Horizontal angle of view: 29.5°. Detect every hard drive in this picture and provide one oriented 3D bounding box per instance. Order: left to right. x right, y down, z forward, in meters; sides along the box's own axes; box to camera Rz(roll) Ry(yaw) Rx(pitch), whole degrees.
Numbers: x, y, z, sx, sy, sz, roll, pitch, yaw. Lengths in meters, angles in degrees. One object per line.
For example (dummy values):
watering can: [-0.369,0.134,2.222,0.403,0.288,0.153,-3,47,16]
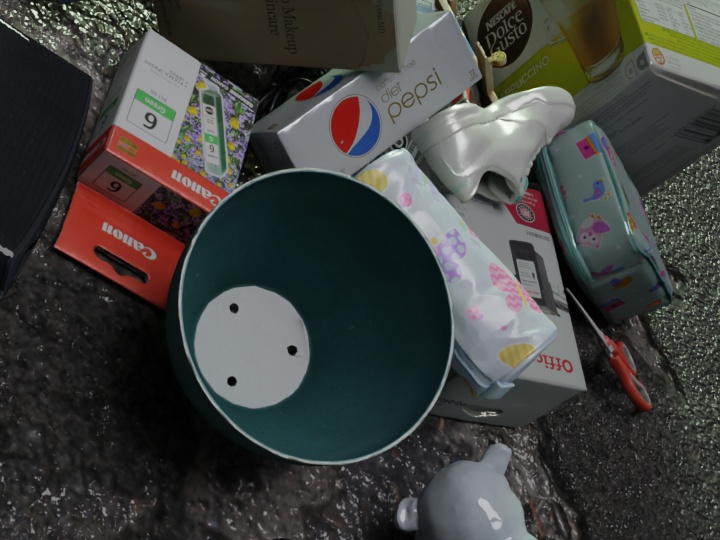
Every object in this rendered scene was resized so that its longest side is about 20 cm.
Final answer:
hard drive: [-0.260,-0.092,0.943,0.135,0.042,0.200,33,46,-23]

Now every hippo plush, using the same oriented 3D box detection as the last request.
hippo plush: [0.086,0.227,0.990,0.159,0.200,0.161,-36,66,-14]

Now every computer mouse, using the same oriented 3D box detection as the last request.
computer mouse: [-0.003,-0.127,1.194,0.200,0.044,0.110,34,75,-30]

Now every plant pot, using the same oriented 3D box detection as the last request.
plant pot: [-0.054,0.043,0.962,0.200,0.135,0.200,7,74,-25]

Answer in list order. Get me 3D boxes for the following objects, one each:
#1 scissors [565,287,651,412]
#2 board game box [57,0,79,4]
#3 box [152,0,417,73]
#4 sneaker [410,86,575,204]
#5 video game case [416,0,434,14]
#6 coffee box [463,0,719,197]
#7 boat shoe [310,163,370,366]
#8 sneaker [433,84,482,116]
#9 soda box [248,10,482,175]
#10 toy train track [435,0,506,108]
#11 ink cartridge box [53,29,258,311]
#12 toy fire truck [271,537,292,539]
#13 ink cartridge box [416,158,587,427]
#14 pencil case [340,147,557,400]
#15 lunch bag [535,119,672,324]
scissors: [0.230,0.076,1.249,0.200,0.014,0.073,41,31,-58]
board game box: [-0.142,-0.276,1.067,0.200,0.035,0.136,-10,48,-3]
box: [-0.060,-0.222,1.095,0.200,0.095,0.078,5,48,12]
sneaker: [0.126,-0.101,1.178,0.200,0.075,0.089,-20,80,-45]
video game case: [-0.027,-0.260,1.246,0.200,0.022,0.182,14,54,-16]
coffee box: [0.257,-0.214,1.384,0.200,0.200,0.198,8,59,-39]
boat shoe: [0.000,0.000,1.107,0.066,0.072,0.200,37,38,-39]
sneaker: [0.091,-0.159,1.292,0.082,0.077,0.200,15,55,-44]
soda box: [0.003,-0.137,1.134,0.200,0.064,0.068,-39,114,-25]
toy train track: [0.120,-0.206,1.337,0.032,0.115,0.200,-18,54,-5]
ink cartridge box: [-0.149,-0.077,1.030,0.109,0.050,0.200,32,46,-24]
toy fire truck: [-0.023,0.297,0.871,0.176,0.129,0.200,19,43,-33]
ink cartridge box: [0.101,0.022,1.173,0.145,0.083,0.200,13,56,-37]
pencil case: [0.059,0.002,1.035,0.200,0.083,0.091,49,30,2]
lunch bag: [0.229,-0.046,1.296,0.200,0.077,0.161,42,29,-60]
